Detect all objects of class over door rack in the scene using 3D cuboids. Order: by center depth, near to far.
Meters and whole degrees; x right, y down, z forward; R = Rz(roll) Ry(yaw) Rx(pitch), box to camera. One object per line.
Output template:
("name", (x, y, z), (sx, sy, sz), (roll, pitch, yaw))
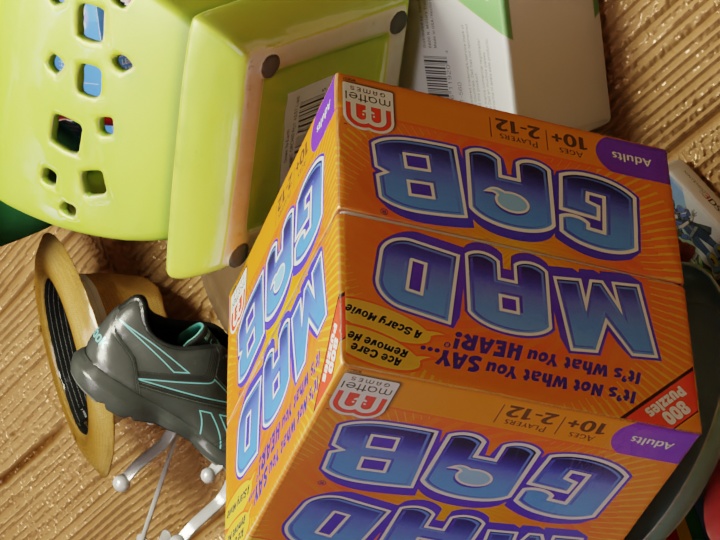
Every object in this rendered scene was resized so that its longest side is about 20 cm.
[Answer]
("over door rack", (-0.117, 0.206, 1.974), (0.148, 0.066, 0.201), (43, 145, 25))

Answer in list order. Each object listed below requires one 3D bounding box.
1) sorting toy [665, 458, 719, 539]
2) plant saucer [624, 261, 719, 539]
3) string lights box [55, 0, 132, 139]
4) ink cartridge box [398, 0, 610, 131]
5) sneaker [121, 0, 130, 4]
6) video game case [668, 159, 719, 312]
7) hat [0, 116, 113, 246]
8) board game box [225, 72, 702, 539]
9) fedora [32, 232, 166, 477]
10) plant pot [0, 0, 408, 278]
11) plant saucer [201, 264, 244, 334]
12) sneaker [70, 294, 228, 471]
("sorting toy", (0.201, 0.186, 1.499), (0.200, 0.069, 0.200), (-24, 51, 52))
("plant saucer", (0.159, 0.092, 1.539), (0.200, 0.027, 0.201), (-48, 28, 35))
("string lights box", (-0.194, -0.140, 1.952), (0.102, 0.059, 0.201), (12, 115, 46))
("ink cartridge box", (0.049, -0.157, 1.634), (0.199, 0.084, 0.147), (10, 112, 49))
("sneaker", (-0.115, -0.221, 1.813), (0.115, 0.075, 0.201), (-23, 87, 49))
("video game case", (0.205, 0.064, 1.595), (0.182, 0.022, 0.200), (50, 138, 24))
("hat", (-0.200, -0.080, 1.924), (0.200, 0.175, 0.167), (-102, 7, -65))
("board game box", (0.049, 0.048, 1.462), (0.200, 0.199, 0.201), (118, 157, -46))
("fedora", (-0.186, 0.056, 1.990), (0.201, 0.081, 0.202), (165, 90, -75))
("plant pot", (-0.089, -0.117, 1.598), (0.181, 0.198, 0.201), (31, 127, 33))
("plant saucer", (-0.072, -0.028, 1.832), (0.200, 0.029, 0.201), (31, 125, 57))
("sneaker", (-0.103, 0.087, 1.872), (0.079, 0.199, 0.075), (-57, 22, 13))
